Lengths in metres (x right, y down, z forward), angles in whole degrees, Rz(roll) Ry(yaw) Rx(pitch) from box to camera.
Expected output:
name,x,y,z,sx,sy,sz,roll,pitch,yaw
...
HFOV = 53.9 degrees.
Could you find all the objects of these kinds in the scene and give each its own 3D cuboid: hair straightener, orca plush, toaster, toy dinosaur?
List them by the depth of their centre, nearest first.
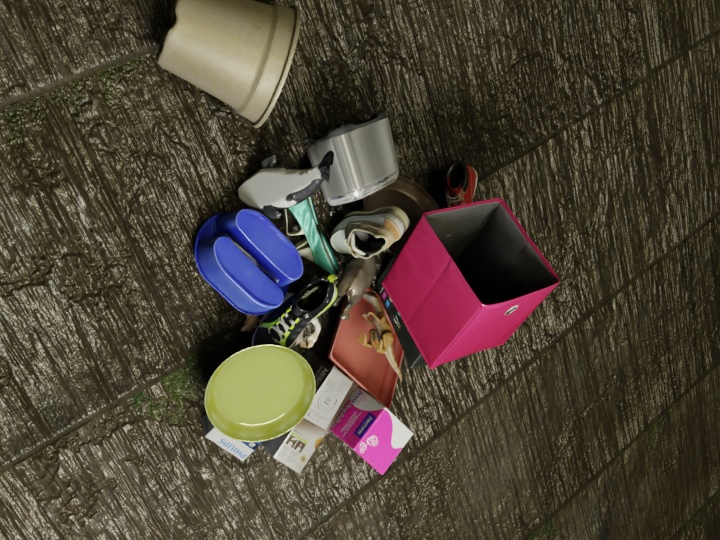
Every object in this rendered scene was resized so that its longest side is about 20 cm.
name,x,y,z,sx,sy,sz,roll,pitch,yaw
orca plush,-0.119,-0.155,1.236,0.071,0.198,0.107,-6,71,-59
toaster,-0.014,-0.201,1.283,0.199,0.112,0.131,-32,107,-48
hair straightener,-0.045,-0.135,1.357,0.200,0.040,0.078,43,62,-39
toy dinosaur,0.048,0.138,1.397,0.106,0.060,0.204,-19,94,-55

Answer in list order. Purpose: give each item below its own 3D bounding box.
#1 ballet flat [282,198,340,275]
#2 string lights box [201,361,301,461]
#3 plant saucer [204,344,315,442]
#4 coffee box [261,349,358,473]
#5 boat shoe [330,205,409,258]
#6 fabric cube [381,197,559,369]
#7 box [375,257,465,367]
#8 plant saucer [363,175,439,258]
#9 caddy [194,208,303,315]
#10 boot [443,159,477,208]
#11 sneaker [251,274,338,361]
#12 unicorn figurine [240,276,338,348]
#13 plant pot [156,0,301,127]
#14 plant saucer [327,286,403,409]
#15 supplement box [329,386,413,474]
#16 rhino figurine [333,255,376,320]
name,x,y,z,sx,sy,sz,roll,pitch,yaw
ballet flat,-0.102,-0.071,1.333,0.069,0.068,0.203,-21,116,0
string lights box,-0.190,0.250,1.322,0.200,0.059,0.103,-44,123,4
plant saucer,-0.178,0.212,1.255,0.196,0.031,0.204,-8,117,-15
coffee box,-0.109,0.270,1.379,0.080,0.114,0.201,40,81,-34
boat shoe,0.001,-0.063,1.288,0.075,0.199,0.069,49,56,-16
fabric cube,0.189,0.022,1.259,0.193,0.202,0.200,-13,149,-34
box,0.143,0.068,1.422,0.146,0.202,0.125,-4,145,-31
plant saucer,0.084,-0.096,1.400,0.197,0.032,0.203,18,53,-24
caddy,-0.199,-0.014,1.251,0.200,0.104,0.142,46,62,-20
boot,0.193,-0.121,1.455,0.144,0.071,0.205,-7,105,-73
sneaker,-0.121,0.075,1.260,0.072,0.083,0.200,43,80,12
unicorn figurine,-0.119,0.074,1.339,0.197,0.073,0.140,9,83,-27
plant pot,-0.215,-0.355,1.114,0.181,0.200,0.204,18,93,-23
plant saucer,0.012,0.144,1.426,0.200,0.036,0.202,46,46,-33
supplement box,-0.003,0.297,1.402,0.102,0.199,0.104,-50,123,-11
rhino figurine,0.000,0.000,1.367,0.059,0.201,0.088,27,131,1
